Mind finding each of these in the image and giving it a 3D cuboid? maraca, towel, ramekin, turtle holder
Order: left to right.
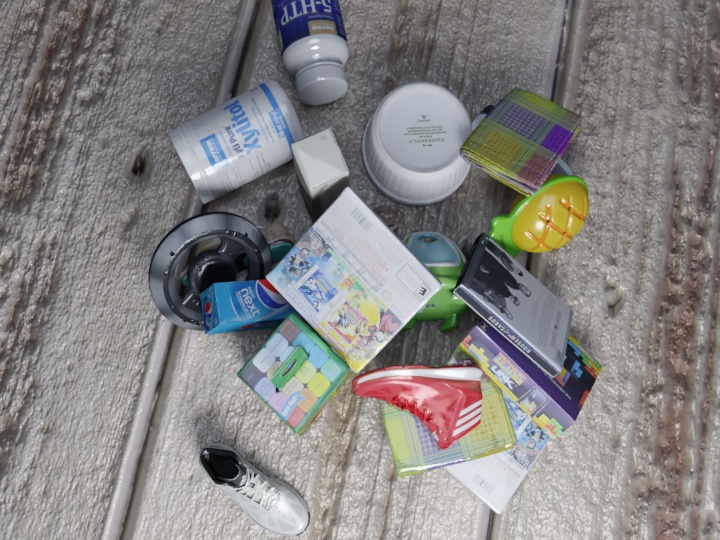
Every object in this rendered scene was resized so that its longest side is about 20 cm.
[{"bbox_3d":[0.100,-0.221,1.261,0.196,0.094,0.208,1,76,-2],"label":"ramekin"},{"bbox_3d":[0.124,0.009,1.183,0.181,0.141,0.135,-13,61,17],"label":"turtle holder"},{"bbox_3d":[0.133,0.221,1.136,0.195,0.023,0.147,-15,78,-4],"label":"towel"},{"bbox_3d":[0.261,-0.213,1.210,0.142,0.023,0.201,29,58,17],"label":"towel"},{"bbox_3d":[0.288,-0.081,1.223,0.197,0.138,0.108,-30,46,-2],"label":"maraca"}]

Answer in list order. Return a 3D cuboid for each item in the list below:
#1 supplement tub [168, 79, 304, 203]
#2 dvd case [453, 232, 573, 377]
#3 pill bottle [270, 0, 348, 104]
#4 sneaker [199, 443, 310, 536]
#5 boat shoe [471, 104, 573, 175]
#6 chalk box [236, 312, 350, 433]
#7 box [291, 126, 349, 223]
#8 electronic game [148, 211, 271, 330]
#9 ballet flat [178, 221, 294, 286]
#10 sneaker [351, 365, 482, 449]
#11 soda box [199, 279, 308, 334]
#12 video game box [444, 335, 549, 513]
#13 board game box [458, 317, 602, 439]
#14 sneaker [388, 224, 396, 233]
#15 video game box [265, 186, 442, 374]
[{"bbox_3d":[-0.199,-0.212,1.230,0.197,0.132,0.134,-29,79,-9],"label":"supplement tub"},{"bbox_3d":[0.239,0.048,1.144,0.199,0.025,0.151,41,40,-6],"label":"dvd case"},{"bbox_3d":[-0.083,-0.398,1.283,0.116,0.120,0.205,-11,77,-5],"label":"pill bottle"},{"bbox_3d":[-0.163,0.331,1.112,0.198,0.116,0.077,33,77,5],"label":"sneaker"},{"bbox_3d":[0.285,-0.215,1.280,0.197,0.074,0.068,33,60,18],"label":"boat shoe"},{"bbox_3d":[-0.096,0.156,1.111,0.124,0.200,0.125,41,80,7],"label":"chalk box"},{"bbox_3d":[-0.061,-0.142,1.182,0.067,0.200,0.084,-23,78,-6],"label":"box"},{"bbox_3d":[-0.231,0.004,1.164,0.197,0.203,0.042,-31,38,-9],"label":"electronic game"},{"bbox_3d":[-0.206,-0.030,1.229,0.195,0.069,0.068,-17,58,-11],"label":"ballet flat"},{"bbox_3d":[0.086,0.201,1.090,0.194,0.079,0.119,-3,75,0],"label":"sneaker"},{"bbox_3d":[-0.143,0.052,1.159,0.196,0.067,0.066,-4,75,-33],"label":"soda box"},{"bbox_3d":[0.189,0.239,1.174,0.199,0.047,0.183,38,81,7],"label":"video game box"},{"bbox_3d":[0.267,0.132,1.159,0.200,0.057,0.165,44,38,7],"label":"board game box"},{"bbox_3d":[0.000,0.000,1.208,0.200,0.076,0.086,-46,115,-36],"label":"sneaker"},{"bbox_3d":[-0.009,0.015,1.095,0.182,0.047,0.200,-45,89,7],"label":"video game box"}]
